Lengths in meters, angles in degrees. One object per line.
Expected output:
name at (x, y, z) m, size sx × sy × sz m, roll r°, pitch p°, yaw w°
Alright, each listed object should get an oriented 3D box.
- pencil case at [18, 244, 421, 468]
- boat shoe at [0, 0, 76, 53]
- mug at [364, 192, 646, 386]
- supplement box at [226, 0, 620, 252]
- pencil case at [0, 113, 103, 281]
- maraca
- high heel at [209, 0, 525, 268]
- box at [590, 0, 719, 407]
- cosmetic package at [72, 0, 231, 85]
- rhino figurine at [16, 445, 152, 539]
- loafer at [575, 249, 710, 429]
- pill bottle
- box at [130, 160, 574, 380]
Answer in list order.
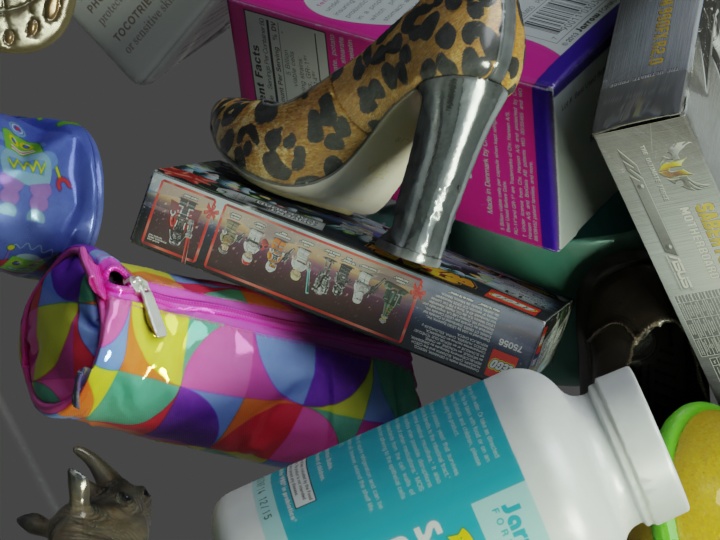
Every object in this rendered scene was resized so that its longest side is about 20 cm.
pencil case at (-0.064, 0.046, 1.312) m, size 0.199 × 0.088 × 0.089 m, roll 15°, pitch 47°, yaw -34°
boat shoe at (-0.240, -0.158, 1.367) m, size 0.199 × 0.072 × 0.068 m, roll 15°, pitch 13°, yaw -21°
mug at (0.100, -0.012, 1.478) m, size 0.184 × 0.115 × 0.152 m, roll 6°, pitch 36°, yaw 17°
supplement box at (0.042, -0.100, 1.422) m, size 0.199 × 0.104 × 0.101 m, roll 20°, pitch 43°, yaw 30°
pencil case at (-0.215, -0.052, 1.273) m, size 0.199 × 0.078 × 0.088 m, roll 15°, pitch 60°, yaw -33°
maraca at (0.192, 0.152, 1.325) m, size 0.200 × 0.106 × 0.138 m, roll 54°, pitch 40°, yaw -26°
high heel at (0.002, -0.097, 1.327) m, size 0.071 × 0.144 × 0.200 m, roll 13°, pitch 10°, yaw -40°
box at (0.178, -0.048, 1.350) m, size 0.201 × 0.048 × 0.159 m, roll 61°, pitch 29°, yaw -34°
cosmetic package at (-0.102, -0.245, 1.478) m, size 0.200 × 0.166 × 0.167 m, roll 47°, pitch 38°, yaw 2°
rhino figurine at (-0.099, 0.158, 1.200) m, size 0.087 × 0.060 × 0.201 m, roll 11°, pitch 47°, yaw -38°
loafer at (0.145, 0.092, 1.393) m, size 0.072 × 0.201 × 0.071 m, roll -14°, pitch 23°, yaw -4°
pill bottle at (0.042, 0.114, 1.230) m, size 0.111 × 0.199 × 0.111 m, roll -24°, pitch 90°, yaw -87°
box at (0.000, 0.000, 1.342) m, size 0.199 × 0.040 × 0.137 m, roll 21°, pitch 8°, yaw 8°
